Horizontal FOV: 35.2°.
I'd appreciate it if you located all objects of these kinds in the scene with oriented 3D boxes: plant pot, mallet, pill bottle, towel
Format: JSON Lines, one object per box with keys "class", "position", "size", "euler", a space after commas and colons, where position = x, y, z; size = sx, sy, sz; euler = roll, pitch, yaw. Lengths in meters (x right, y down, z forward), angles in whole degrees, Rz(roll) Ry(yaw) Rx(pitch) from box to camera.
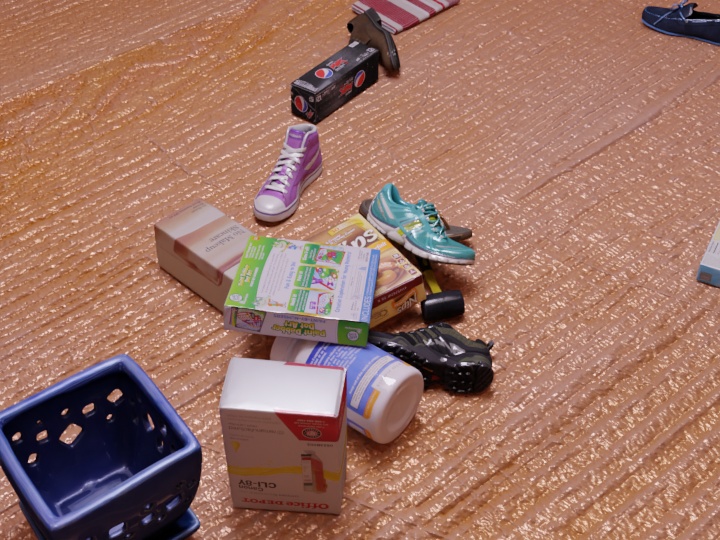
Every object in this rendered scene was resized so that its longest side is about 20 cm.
{"class": "plant pot", "position": [-0.311, 0.254, 1.367], "size": [0.199, 0.180, 0.200], "euler": [-26, 46, -27]}
{"class": "mallet", "position": [0.098, 0.010, 1.765], "size": [0.066, 0.041, 0.200], "euler": [-15, 38, -13]}
{"class": "pill bottle", "position": [-0.023, 0.142, 1.548], "size": [0.199, 0.112, 0.112], "euler": [28, 48, 28]}
{"class": "towel", "position": [0.097, -0.574, 2.448], "size": [0.200, 0.023, 0.144], "euler": [-33, 53, -30]}

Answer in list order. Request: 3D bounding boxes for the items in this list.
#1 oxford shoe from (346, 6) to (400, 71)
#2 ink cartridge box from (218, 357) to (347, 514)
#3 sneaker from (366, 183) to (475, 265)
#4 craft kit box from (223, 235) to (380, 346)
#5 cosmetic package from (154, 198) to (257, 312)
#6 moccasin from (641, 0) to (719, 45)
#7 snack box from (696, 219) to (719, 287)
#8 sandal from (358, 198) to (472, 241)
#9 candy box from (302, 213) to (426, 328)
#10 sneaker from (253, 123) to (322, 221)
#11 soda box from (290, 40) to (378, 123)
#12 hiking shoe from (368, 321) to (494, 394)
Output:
{"class": "oxford shoe", "position": [0.024, -0.449, 2.277], "size": [0.084, 0.073, 0.200], "euler": [-24, 41, -4]}
{"class": "ink cartridge box", "position": [-0.091, 0.209, 1.405], "size": [0.144, 0.201, 0.084], "euler": [4, 44, 4]}
{"class": "sneaker", "position": [0.095, -0.067, 1.757], "size": [0.200, 0.080, 0.077], "euler": [32, 16, 25]}
{"class": "craft kit box", "position": [-0.077, 0.025, 1.584], "size": [0.196, 0.049, 0.200], "euler": [9, 31, 1]}
{"class": "cosmetic package", "position": [-0.217, -0.018, 1.752], "size": [0.200, 0.088, 0.103], "euler": [32, 48, 31]}
{"class": "moccasin", "position": [0.687, -0.528, 2.356], "size": [0.199, 0.068, 0.081], "euler": [16, 43, 18]}
{"class": "snack box", "position": [0.621, -0.038, 1.812], "size": [0.116, 0.037, 0.200], "euler": [19, 45, 21]}
{"class": "sandal", "position": [0.089, -0.091, 1.848], "size": [0.199, 0.055, 0.082], "euler": [22, 25, 29]}
{"class": "candy box", "position": [0.000, 0.000, 1.730], "size": [0.115, 0.056, 0.200], "euler": [-26, 40, -16]}
{"class": "sneaker", "position": [-0.127, -0.176, 1.917], "size": [0.072, 0.115, 0.201], "euler": [15, 44, 14]}
{"class": "soda box", "position": [-0.047, -0.360, 2.160], "size": [0.063, 0.071, 0.200], "euler": [28, 48, 27]}
{"class": "hiking shoe", "position": [0.092, 0.116, 1.620], "size": [0.199, 0.076, 0.101], "euler": [13, 33, 1]}
